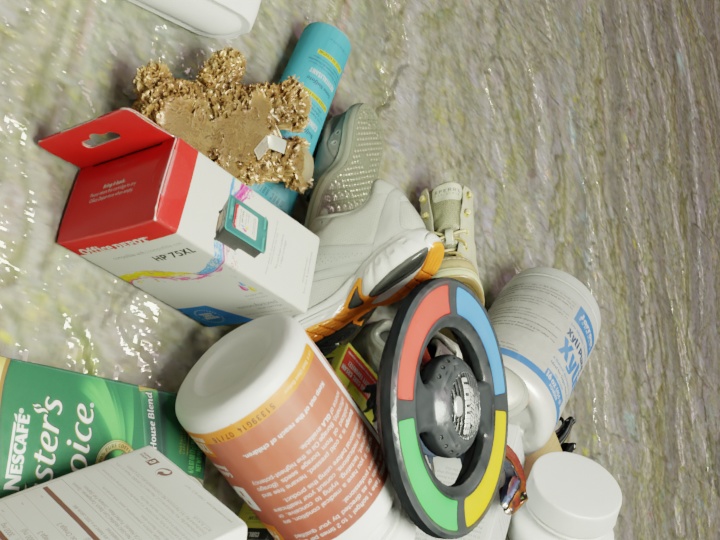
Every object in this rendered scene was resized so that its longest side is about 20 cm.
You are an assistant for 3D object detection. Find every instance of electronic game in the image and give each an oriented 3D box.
[{"bbox_3d":[0.071,0.107,0.758,0.199,0.041,0.204,13,75,-56],"label":"electronic game"}]

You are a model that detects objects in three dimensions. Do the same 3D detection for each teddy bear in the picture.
[{"bbox_3d":[-0.111,-0.114,0.795,0.199,0.066,0.148,-30,117,-44],"label":"teddy bear"}]

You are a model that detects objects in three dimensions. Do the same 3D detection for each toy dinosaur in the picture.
[{"bbox_3d":[0.093,0.152,0.854,0.179,0.202,0.106,11,34,-27],"label":"toy dinosaur"}]

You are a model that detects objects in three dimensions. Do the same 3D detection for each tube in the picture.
[{"bbox_3d":[-0.063,-0.138,0.894,0.077,0.050,0.203,34,62,-30],"label":"tube"}]

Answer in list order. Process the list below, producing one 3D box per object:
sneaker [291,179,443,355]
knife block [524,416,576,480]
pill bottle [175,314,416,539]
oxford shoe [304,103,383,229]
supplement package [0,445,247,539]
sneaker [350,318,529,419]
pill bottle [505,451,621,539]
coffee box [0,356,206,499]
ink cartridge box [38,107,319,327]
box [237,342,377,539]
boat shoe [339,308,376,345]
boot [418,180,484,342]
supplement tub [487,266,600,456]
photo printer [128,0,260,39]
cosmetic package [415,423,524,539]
[{"bbox_3d":[-0.029,0.005,0.796,0.093,0.198,0.076,61,13,23],"label":"sneaker"},{"bbox_3d":[0.185,0.196,1.124,0.199,0.063,0.179,24,63,-47],"label":"knife block"},{"bbox_3d":[-0.041,0.142,0.724,0.201,0.111,0.113,56,43,-23],"label":"pill bottle"},{"bbox_3d":[-0.024,-0.076,0.904,0.075,0.057,0.202,50,38,-37],"label":"oxford shoe"},{"bbox_3d":[-0.176,0.204,0.552,0.198,0.116,0.119,-15,119,-42],"label":"supplement package"},{"bbox_3d":[0.082,0.099,0.922,0.197,0.092,0.077,18,71,-14],"label":"sneaker"},{"bbox_3d":[0.200,0.299,1.008,0.113,0.112,0.203,-31,141,-51],"label":"pill bottle"},{"bbox_3d":[-0.191,0.136,0.659,0.199,0.043,0.125,25,63,-48],"label":"coffee box"},{"bbox_3d":[-0.137,-0.031,0.709,0.199,0.115,0.068,35,57,-42],"label":"ink cartridge box"},{"bbox_3d":[-0.042,0.166,0.843,0.076,0.049,0.202,51,45,-31],"label":"box"},{"bbox_3d":[-0.001,0.001,0.920,0.065,0.072,0.201,31,30,6],"label":"boat shoe"},{"bbox_3d":[0.090,-0.022,0.993,0.200,0.071,0.158,76,15,-71],"label":"boot"},{"bbox_3d":[0.186,0.101,1.091,0.200,0.130,0.133,-49,120,-45],"label":"supplement tub"},{"bbox_3d":[-0.155,-0.291,0.781,0.198,0.069,0.170,16,70,-50],"label":"photo printer"},{"bbox_3d":[0.091,0.246,0.946,0.072,0.100,0.202,72,33,-45],"label":"cosmetic package"}]
